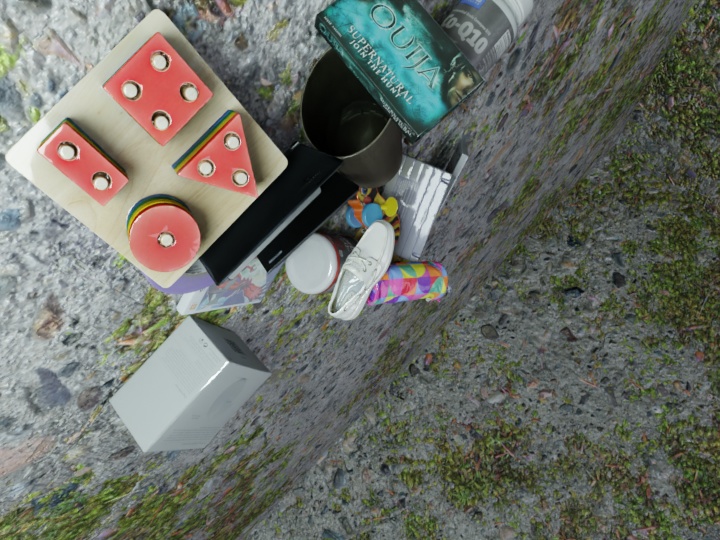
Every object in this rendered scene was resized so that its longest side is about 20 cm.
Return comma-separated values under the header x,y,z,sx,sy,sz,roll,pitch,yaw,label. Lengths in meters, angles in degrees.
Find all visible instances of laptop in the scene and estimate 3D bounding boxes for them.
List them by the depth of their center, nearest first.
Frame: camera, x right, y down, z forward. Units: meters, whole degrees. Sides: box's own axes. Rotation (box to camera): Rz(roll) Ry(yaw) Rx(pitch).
x,y,z,sx,sy,sz,roll,pitch,yaw,label
-0.103,-0.052,0.646,0.187,0.116,0.200,-44,160,-8,laptop
-0.077,-0.061,0.819,0.177,0.104,0.200,-42,161,-4,laptop

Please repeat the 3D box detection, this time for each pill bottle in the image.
x,y,z,sx,sy,sz,roll,pitch,yaw,label
0.190,-0.393,0.875,0.201,0.114,0.114,-49,160,2,pill bottle
-0.054,-0.015,1.055,0.117,0.116,0.199,-54,160,17,pill bottle

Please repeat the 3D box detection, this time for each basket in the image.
x,y,z,sx,sy,sz,roll,pitch,yaw,label
0.001,-0.213,0.789,0.200,0.133,0.184,54,52,-74,basket

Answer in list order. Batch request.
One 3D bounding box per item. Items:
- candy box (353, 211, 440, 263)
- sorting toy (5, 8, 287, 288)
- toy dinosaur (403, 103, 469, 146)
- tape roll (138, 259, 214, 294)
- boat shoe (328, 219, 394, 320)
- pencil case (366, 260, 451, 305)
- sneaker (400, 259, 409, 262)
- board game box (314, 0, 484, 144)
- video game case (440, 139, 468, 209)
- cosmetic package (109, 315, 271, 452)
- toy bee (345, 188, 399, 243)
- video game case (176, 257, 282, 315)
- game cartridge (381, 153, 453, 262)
x,y,z,sx,sy,sz,roll,pitch,yaw,label
0.073,-0.090,1.173,0.201,0.117,0.056,-53,155,13,candy box
-0.195,-0.107,0.517,0.200,0.069,0.199,-46,123,-5,sorting toy
0.161,-0.325,1.049,0.198,0.061,0.106,-35,-179,-20,toy dinosaur
-0.212,-0.073,0.673,0.199,0.085,0.201,-41,159,-19,tape roll
0.000,0.000,0.952,0.069,0.070,0.203,11,105,-63,boat shoe
0.089,0.027,1.055,0.196,0.089,0.089,-1,135,-30,pencil case
0.086,0.030,1.133,0.198,0.085,0.075,-25,148,-41,sneaker
0.053,-0.283,0.677,0.135,0.201,0.028,-41,180,-17,board game box
0.206,-0.208,1.265,0.144,0.018,0.202,-74,-172,-62,video game case
-0.300,0.211,0.948,0.200,0.123,0.200,-48,160,-5,cosmetic package
0.017,-0.135,1.001,0.200,0.129,0.111,38,70,-59,toy bee
-0.202,-0.008,0.898,0.184,0.023,0.199,-56,159,20,video game case
0.100,-0.132,1.096,0.203,0.128,0.038,-69,166,17,game cartridge
